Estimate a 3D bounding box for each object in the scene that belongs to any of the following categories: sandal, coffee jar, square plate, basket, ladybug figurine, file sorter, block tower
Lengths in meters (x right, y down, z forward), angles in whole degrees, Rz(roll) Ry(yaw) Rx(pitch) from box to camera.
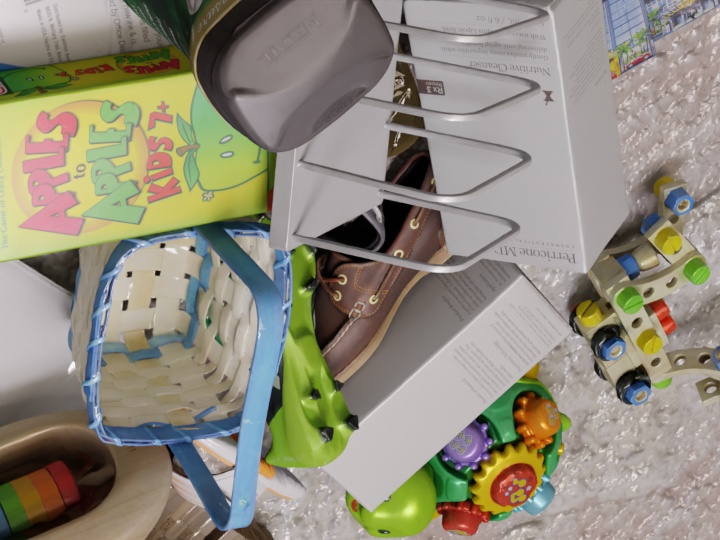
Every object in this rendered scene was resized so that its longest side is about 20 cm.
[{"bbox_3d":[-0.099,0.144,1.476,0.059,0.079,0.207,-49,151,-2],"label":"sandal"},{"bbox_3d":[-0.064,-0.148,1.138,0.104,0.200,0.085,-39,131,-1],"label":"coffee jar"},{"bbox_3d":[-0.276,0.072,1.395,0.200,0.028,0.198,-48,131,8],"label":"square plate"},{"bbox_3d":[-0.106,0.041,1.320,0.138,0.200,0.177,-3,124,-25],"label":"basket"},{"bbox_3d":[-0.219,0.167,1.387,0.199,0.136,0.072,-19,138,-15],"label":"ladybug figurine"},{"bbox_3d":[0.036,-0.112,1.260,0.139,0.124,0.201,-29,129,-60],"label":"file sorter"},{"bbox_3d":[-0.130,0.187,1.536,0.058,0.054,0.200,-42,131,4],"label":"block tower"}]

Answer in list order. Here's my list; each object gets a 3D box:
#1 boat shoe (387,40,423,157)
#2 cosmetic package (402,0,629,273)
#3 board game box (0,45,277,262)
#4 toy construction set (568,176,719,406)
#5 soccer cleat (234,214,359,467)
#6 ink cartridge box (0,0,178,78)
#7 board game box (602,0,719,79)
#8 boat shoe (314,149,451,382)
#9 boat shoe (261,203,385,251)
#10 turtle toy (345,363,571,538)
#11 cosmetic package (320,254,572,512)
[{"bbox_3d":[-0.006,-0.172,1.370,0.073,0.063,0.202,-22,123,-8],"label":"boat shoe"},{"bbox_3d":[0.106,-0.106,1.383,0.081,0.112,0.201,-48,135,-46],"label":"cosmetic package"},{"bbox_3d":[-0.137,-0.075,1.243,0.199,0.048,0.102,-12,121,-22],"label":"board game box"},{"bbox_3d":[0.237,0.035,1.619,0.131,0.092,0.200,-36,120,-3],"label":"toy construction set"},{"bbox_3d":[-0.062,0.039,1.430,0.067,0.081,0.201,-10,85,-48],"label":"soccer cleat"},{"bbox_3d":[-0.167,-0.179,1.249,0.199,0.084,0.147,-21,129,-16],"label":"ink cartridge box"},{"bbox_3d":[0.165,-0.235,1.410,0.199,0.062,0.201,-29,131,-9],"label":"board game box"},{"bbox_3d":[0.000,0.000,1.473,0.200,0.070,0.070,-51,137,-1],"label":"boat shoe"},{"bbox_3d":[-0.044,-0.064,1.362,0.072,0.063,0.200,-35,147,19],"label":"boat shoe"},{"bbox_3d":[0.077,0.145,1.589,0.199,0.101,0.147,-15,127,-20],"label":"turtle toy"},{"bbox_3d":[0.039,0.062,1.510,0.200,0.108,0.085,-42,133,5],"label":"cosmetic package"}]
